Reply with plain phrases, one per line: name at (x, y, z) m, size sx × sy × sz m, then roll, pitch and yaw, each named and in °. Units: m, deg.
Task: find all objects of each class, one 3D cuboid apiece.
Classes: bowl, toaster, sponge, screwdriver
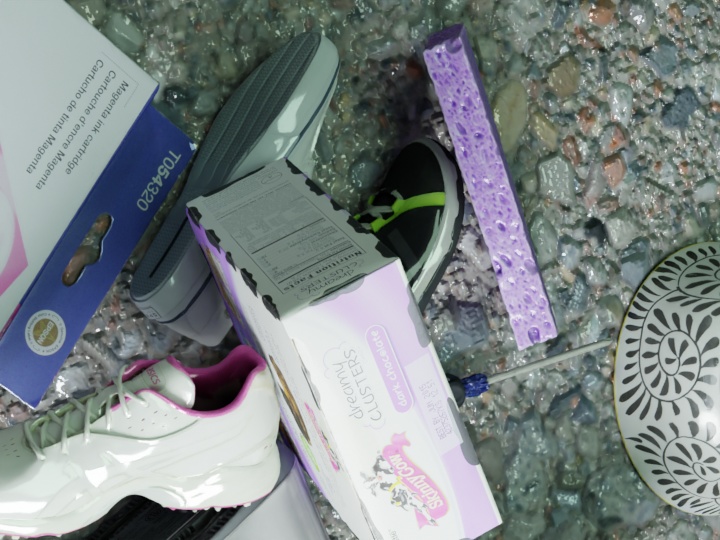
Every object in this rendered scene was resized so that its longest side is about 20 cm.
bowl at (0.287, 0.081, 1.378) m, size 0.199 × 0.094 × 0.203 m, roll -1°, pitch 91°, yaw -34°
toaster at (-0.096, 0.197, 1.111) m, size 0.200 × 0.113 × 0.130 m, roll -41°, pitch 113°, yaw -29°
sponge at (0.083, -0.058, 1.237) m, size 0.030 × 0.112 × 0.202 m, roll -18°, pitch 101°, yaw 6°
screwdriver at (0.098, 0.071, 1.286) m, size 0.198 × 0.029 × 0.028 m, roll -14°, pitch 98°, yaw -28°

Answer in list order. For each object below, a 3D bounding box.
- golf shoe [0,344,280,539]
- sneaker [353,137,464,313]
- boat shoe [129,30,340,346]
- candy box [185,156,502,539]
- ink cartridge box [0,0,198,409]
golf shoe at (-0.135, 0.085, 1.022) m, size 0.198 × 0.075 × 0.092 m, roll -7°, pitch 125°, yaw -26°
sneaker at (0.000, 0.000, 1.199) m, size 0.082 × 0.071 × 0.202 m, roll 28°, pitch 75°, yaw -29°
boat shoe at (-0.065, -0.048, 1.164) m, size 0.067 × 0.073 × 0.201 m, roll 38°, pitch 83°, yaw -32°
candy box at (-0.013, 0.049, 1.052) m, size 0.071 × 0.200 × 0.169 m, roll -26°, pitch 115°, yaw -10°
ink cartridge box at (-0.202, -0.056, 1.083) m, size 0.200 × 0.043 × 0.198 m, roll 39°, pitch 69°, yaw -26°
